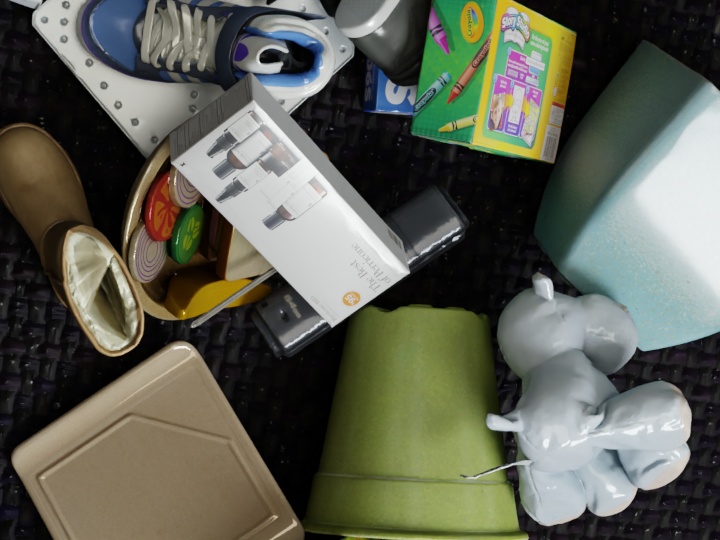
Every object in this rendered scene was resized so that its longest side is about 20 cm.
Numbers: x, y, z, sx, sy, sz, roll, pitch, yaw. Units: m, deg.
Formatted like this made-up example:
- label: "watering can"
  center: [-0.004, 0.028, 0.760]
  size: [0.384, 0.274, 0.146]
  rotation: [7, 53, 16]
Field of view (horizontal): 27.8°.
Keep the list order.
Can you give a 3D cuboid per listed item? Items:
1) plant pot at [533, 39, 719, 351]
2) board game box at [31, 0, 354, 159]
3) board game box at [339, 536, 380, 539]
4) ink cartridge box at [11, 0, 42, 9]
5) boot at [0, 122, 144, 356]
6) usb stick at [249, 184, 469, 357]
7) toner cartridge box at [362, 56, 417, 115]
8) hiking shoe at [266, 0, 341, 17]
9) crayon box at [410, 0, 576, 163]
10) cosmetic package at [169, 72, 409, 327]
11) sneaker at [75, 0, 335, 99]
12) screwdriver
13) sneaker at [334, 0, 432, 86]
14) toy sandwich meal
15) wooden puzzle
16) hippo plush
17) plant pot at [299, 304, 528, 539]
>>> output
- label: "plant pot"
  center: [0.267, -0.048, 1.274]
  size: [0.196, 0.196, 0.200]
  rotation: [41, 100, -16]
- label: "board game box"
  center: [-0.138, -0.197, 1.219]
  size: [0.200, 0.026, 0.200]
  rotation: [-42, 105, -8]
- label: "board game box"
  center: [-0.024, 0.270, 1.211]
  size: [0.102, 0.200, 0.048]
  rotation: [-44, 80, 0]
- label: "ink cartridge box"
  center: [-0.314, -0.333, 1.132]
  size: [0.199, 0.041, 0.201]
  rotation: [18, 84, -18]
- label: "boot"
  center: [-0.225, -0.032, 1.121]
  size: [0.066, 0.200, 0.176]
  rotation: [-29, 104, -11]
- label: "usb stick"
  center: [0.000, 0.000, 1.221]
  size: [0.199, 0.033, 0.056]
  rotation: [-34, 80, -5]
- label: "toner cartridge box"
  center: [0.058, -0.236, 1.263]
  size: [0.094, 0.043, 0.202]
  rotation: [2, 96, -17]
- label: "hiking shoe"
  center: [-0.078, -0.262, 1.173]
  size: [0.198, 0.074, 0.088]
  rotation: [10, 85, -22]
- label: "crayon box"
  center: [0.116, -0.159, 1.217]
  size: [0.058, 0.200, 0.120]
  rotation: [12, 94, 26]
- label: "cosmetic package"
  center: [-0.052, -0.050, 1.121]
  size: [0.082, 0.051, 0.200]
  rotation: [-34, 122, 16]
- label: "sneaker"
  center: [-0.116, -0.181, 1.137]
  size: [0.198, 0.146, 0.081]
  rotation: [11, 93, -17]
- label: "screwdriver"
  center: [-0.069, -0.006, 1.180]
  size: [0.199, 0.028, 0.029]
  rotation: [-30, 107, -40]
- label: "sneaker"
  center: [0.059, -0.239, 1.212]
  size: [0.201, 0.070, 0.099]
  rotation: [-56, 135, -21]
- label: "toy sandwich meal"
  center: [-0.108, -0.040, 1.182]
  size: [0.205, 0.070, 0.206]
  rotation: [-37, 140, -40]
- label: "wooden puzzle"
  center: [-0.169, 0.188, 1.211]
  size: [0.184, 0.037, 0.201]
  rotation: [-33, 79, 1]
- label: "hippo plush"
  center: [0.161, 0.102, 1.190]
  size: [0.198, 0.162, 0.160]
  rotation: [0, 139, -15]
- label: "plant pot"
  center: [0.046, 0.129, 1.242]
  size: [0.198, 0.200, 0.192]
  rotation: [4, 84, -17]
